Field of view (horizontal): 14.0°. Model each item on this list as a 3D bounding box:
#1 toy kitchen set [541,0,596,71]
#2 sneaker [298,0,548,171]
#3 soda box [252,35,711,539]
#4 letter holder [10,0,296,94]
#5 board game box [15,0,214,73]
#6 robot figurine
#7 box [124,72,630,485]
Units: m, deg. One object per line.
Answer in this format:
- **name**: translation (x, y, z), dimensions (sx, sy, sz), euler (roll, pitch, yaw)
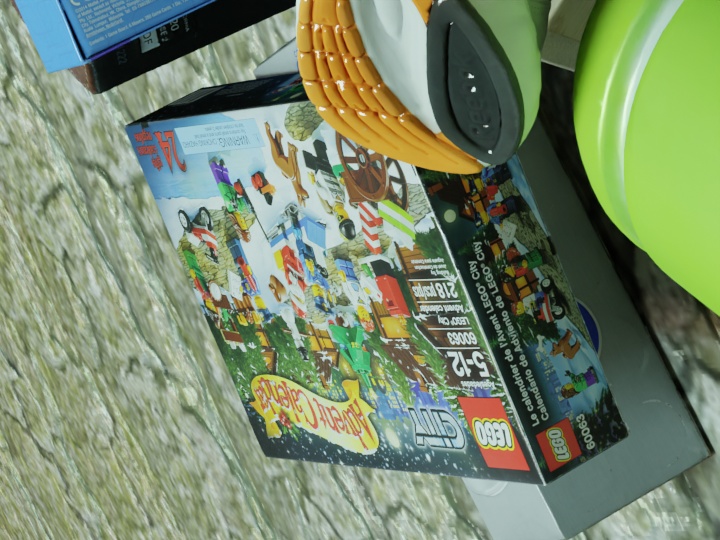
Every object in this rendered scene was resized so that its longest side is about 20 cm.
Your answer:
- **toy kitchen set**: translation (0.000, -0.186, 0.822), dimensions (0.180, 0.200, 0.163), euler (46, 111, 36)
- **sneaker**: translation (0.013, -0.125, 0.739), dimensions (0.076, 0.092, 0.200), euler (9, 138, 16)
- **soda box**: translation (0.042, -0.003, 1.045), dimensions (0.200, 0.068, 0.063), euler (62, 159, -1)
- **letter holder**: translation (-0.107, -0.196, 1.114), dimensions (0.142, 0.101, 0.200), euler (43, 151, 44)
- **board game box**: translation (-0.075, -0.188, 0.980), dimensions (0.045, 0.152, 0.200), euler (-2, 113, 67)
- **robot figurine**: translation (0.133, -0.029, 0.744), dimensions (0.200, 0.116, 0.176), euler (40, 157, 45)
- **box**: translation (0.000, 0.000, 1.000), dimensions (0.200, 0.038, 0.137), euler (-2, 113, 62)
